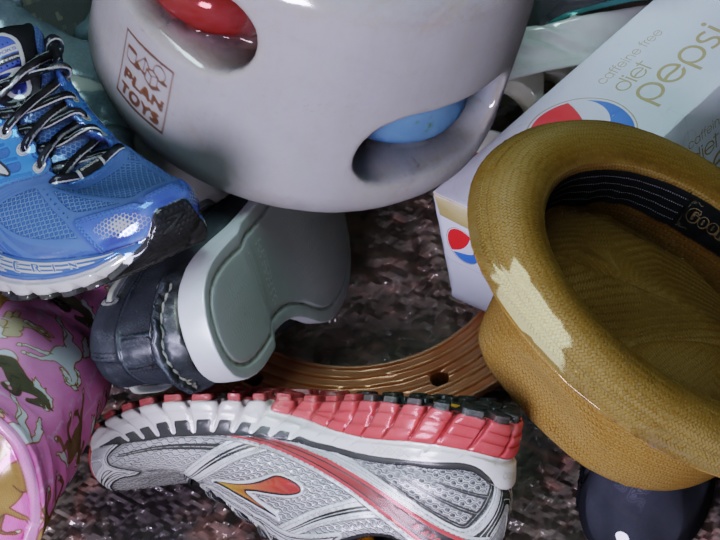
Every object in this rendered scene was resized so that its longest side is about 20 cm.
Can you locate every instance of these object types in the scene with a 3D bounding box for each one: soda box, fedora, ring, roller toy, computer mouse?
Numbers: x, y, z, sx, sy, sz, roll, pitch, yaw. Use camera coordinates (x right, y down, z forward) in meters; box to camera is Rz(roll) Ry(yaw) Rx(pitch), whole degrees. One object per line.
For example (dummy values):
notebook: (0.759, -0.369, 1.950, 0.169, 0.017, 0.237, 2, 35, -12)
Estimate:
soda box: (0.123, -0.056, 1.313, 0.068, 0.064, 0.200, 25, 53, 35)
fedora: (0.116, 0.029, 1.193, 0.200, 0.082, 0.201, 23, 40, -20)
ring: (0.000, 0.000, 1.333, 0.200, 0.019, 0.201, -4, 47, 4)
roller toy: (-0.022, -0.121, 1.234, 0.199, 0.140, 0.183, 11, 42, -6)
computer mouse: (0.127, 0.045, 1.265, 0.058, 0.034, 0.200, 1, 46, 9)

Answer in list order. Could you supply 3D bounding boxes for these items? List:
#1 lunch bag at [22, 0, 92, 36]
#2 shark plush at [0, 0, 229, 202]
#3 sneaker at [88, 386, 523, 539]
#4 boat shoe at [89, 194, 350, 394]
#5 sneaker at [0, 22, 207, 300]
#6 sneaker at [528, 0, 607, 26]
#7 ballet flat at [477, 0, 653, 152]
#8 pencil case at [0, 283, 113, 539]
lunch bag: (-0.178, -0.143, 1.408, 0.164, 0.118, 0.200, -22, 14, -2)
shark plush: (-0.128, -0.092, 1.300, 0.200, 0.091, 0.083, 37, 84, 15)
sneaker: (-0.030, 0.089, 1.206, 0.199, 0.083, 0.078, 2, 0, 32)
boat shoe: (-0.057, 0.001, 1.244, 0.060, 0.076, 0.200, -11, 7, 20)
sneaker: (-0.140, -0.049, 1.190, 0.078, 0.089, 0.200, -25, 31, -36)
sneaker: (0.135, -0.206, 1.472, 0.199, 0.080, 0.130, -32, 59, -9)
ballet flat: (0.085, -0.087, 1.371, 0.199, 0.070, 0.070, -7, 43, -26)
pencil case: (-0.149, 0.046, 1.191, 0.086, 0.083, 0.200, -1, 25, 6)
